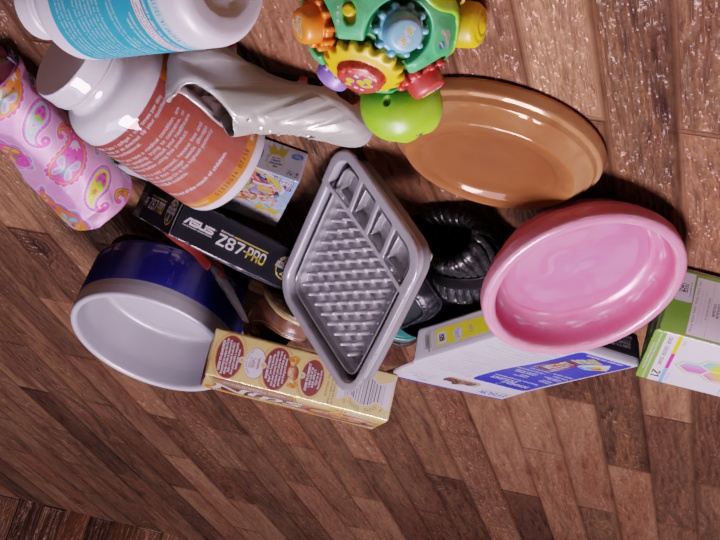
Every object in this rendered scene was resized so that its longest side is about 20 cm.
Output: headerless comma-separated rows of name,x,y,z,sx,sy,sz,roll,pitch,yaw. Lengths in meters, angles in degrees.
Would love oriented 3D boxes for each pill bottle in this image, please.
pill bottle,-0.192,-0.146,1.478,0.112,0.113,0.200,-6,149,46
pill bottle,-0.182,-0.225,1.275,0.199,0.111,0.111,0,154,36

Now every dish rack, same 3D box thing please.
dish rack,0.000,0.000,1.590,0.043,0.172,0.200,-5,136,-36

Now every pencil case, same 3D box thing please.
pencil case,-0.314,-0.129,1.604,0.087,0.088,0.200,-3,138,42

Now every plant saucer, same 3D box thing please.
plant saucer,0.120,-0.106,1.450,0.199,0.038,0.200,15,159,6
plant saucer,0.208,0.000,1.532,0.199,0.051,0.201,-9,141,-7

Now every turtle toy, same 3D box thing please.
turtle toy,0.019,-0.177,1.257,0.145,0.102,0.200,8,157,22

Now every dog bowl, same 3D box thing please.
dog bowl,-0.230,0.054,1.876,0.199,0.079,0.200,13,148,8

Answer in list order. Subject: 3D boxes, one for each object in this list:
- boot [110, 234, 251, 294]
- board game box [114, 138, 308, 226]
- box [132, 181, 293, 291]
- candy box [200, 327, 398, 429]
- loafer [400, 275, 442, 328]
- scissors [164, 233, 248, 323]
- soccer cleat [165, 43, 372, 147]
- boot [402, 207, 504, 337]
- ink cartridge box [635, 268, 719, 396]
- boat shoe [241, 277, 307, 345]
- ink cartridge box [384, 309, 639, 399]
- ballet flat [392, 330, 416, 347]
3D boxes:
boot,-0.194,-0.015,1.907,0.199,0.075,0.097,23,137,-5
board game box,-0.163,-0.114,1.646,0.199,0.034,0.134,19,159,-7
box,-0.133,-0.028,1.743,0.199,0.049,0.161,26,179,-23
candy box,-0.068,0.117,1.727,0.199,0.056,0.115,15,168,-5
loafer,0.024,0.037,1.655,0.068,0.070,0.200,55,160,-8
scissors,-0.154,0.001,1.792,0.073,0.014,0.200,16,-157,-50
soccer cleat,-0.084,-0.145,1.448,0.199,0.078,0.069,24,158,-18
boot,0.083,0.003,1.686,0.210,0.080,0.158,-17,150,38
ink cartridge box,0.395,0.077,1.646,0.199,0.076,0.148,15,159,8
boat shoe,-0.090,0.056,1.760,0.072,0.068,0.200,24,-178,-16
ink cartridge box,0.161,0.087,1.725,0.199,0.047,0.197,-16,157,42
ballet flat,-0.024,0.047,1.909,0.199,0.068,0.068,21,172,-12
